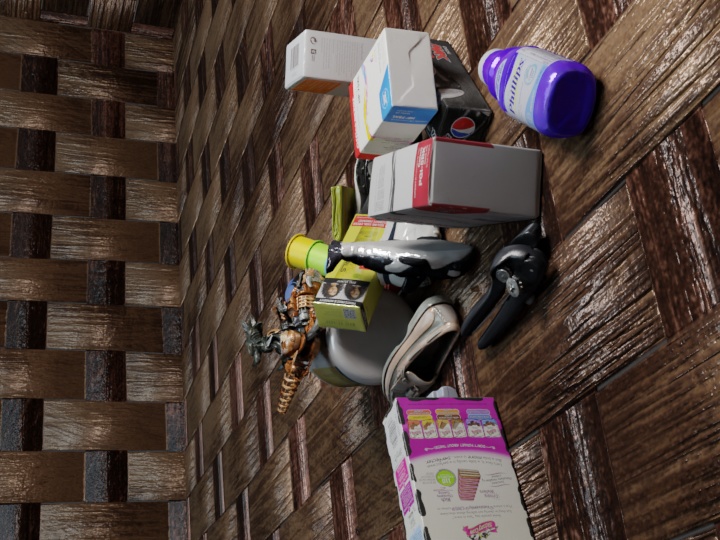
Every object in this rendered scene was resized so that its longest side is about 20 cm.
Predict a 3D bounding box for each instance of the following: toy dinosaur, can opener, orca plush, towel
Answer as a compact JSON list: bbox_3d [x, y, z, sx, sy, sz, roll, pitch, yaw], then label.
[{"bbox_3d":[-0.102,0.099,1.469,0.135,0.102,0.201,-10,46,52],"label":"toy dinosaur"},{"bbox_3d":[0.172,0.033,1.201,0.063,0.078,0.201,40,139,17],"label":"can opener"},{"bbox_3d":[0.053,0.002,1.351,0.105,0.198,0.072,-97,4,-73],"label":"orca plush"},{"bbox_3d":[-0.018,-0.090,1.642,0.200,0.018,0.087,-7,-81,-78],"label":"towel"}]

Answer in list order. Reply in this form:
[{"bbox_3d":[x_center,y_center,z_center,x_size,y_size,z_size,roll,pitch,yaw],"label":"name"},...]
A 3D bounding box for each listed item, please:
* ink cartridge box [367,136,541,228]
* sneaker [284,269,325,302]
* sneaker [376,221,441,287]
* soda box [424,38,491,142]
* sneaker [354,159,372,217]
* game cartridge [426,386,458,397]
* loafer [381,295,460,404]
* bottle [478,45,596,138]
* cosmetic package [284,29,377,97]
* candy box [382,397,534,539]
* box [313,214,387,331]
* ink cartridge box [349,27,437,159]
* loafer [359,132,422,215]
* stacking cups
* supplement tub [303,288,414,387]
[{"bbox_3d":[0.111,-0.104,1.243,0.200,0.145,0.084,177,97,-69],"label":"ink cartridge box"},{"bbox_3d":[-0.058,0.007,1.691,0.078,0.070,0.200,-43,5,33],"label":"sneaker"},{"bbox_3d":[0.082,-0.066,1.445,0.076,0.080,0.202,52,-133,-58],"label":"sneaker"},{"bbox_3d":[0.110,-0.244,1.380,0.201,0.070,0.064,-110,31,-48],"label":"soda box"},{"bbox_3d":[0.019,-0.123,1.619,0.079,0.073,0.202,-136,54,-80],"label":"sneaker"},{"bbox_3d":[0.106,0.273,1.361,0.133,0.040,0.202,131,139,-54],"label":"game cartridge"},{"bbox_3d":[0.084,0.127,1.404,0.063,0.071,0.201,62,141,43],"label":"loafer"},{"bbox_3d":[0.193,-0.212,1.148,0.200,0.065,0.084,-127,43,-61],"label":"bottle"},{"bbox_3d":[-0.005,-0.304,1.522,0.101,0.198,0.072,176,97,-70],"label":"cosmetic package"},{"bbox_3d":[0.113,0.250,1.196,0.061,0.135,0.201,113,153,-47],"label":"candy box"},{"bbox_3d":[0.000,0.000,1.454,0.201,0.075,0.050,-64,-28,-45],"label":"box"},{"bbox_3d":[0.036,-0.227,1.381,0.200,0.067,0.117,133,135,-64],"label":"ink cartridge box"},{"bbox_3d":[0.041,-0.146,1.512,0.072,0.073,0.201,25,121,21],"label":"loafer"},{"bbox_3d":[-0.028,-0.007,1.603,0.199,0.060,0.061,18,106,34],"label":"stacking cups"},{"bbox_3d":[-0.009,0.105,1.549,0.200,0.143,0.146,160,112,-69],"label":"supplement tub"}]
